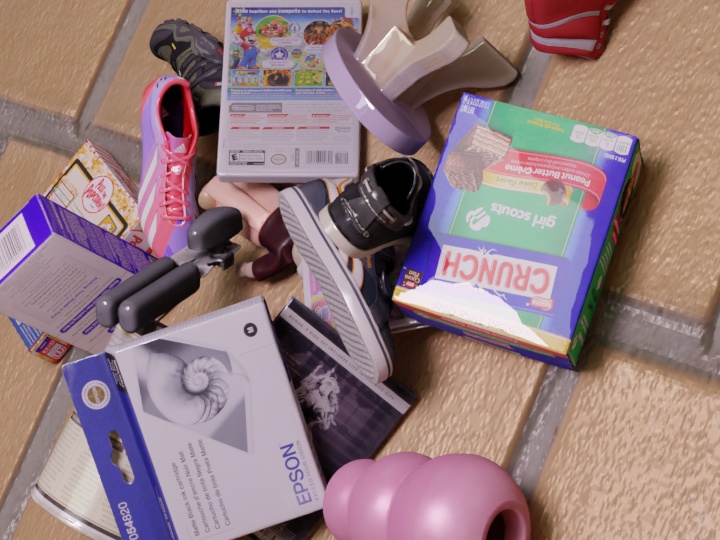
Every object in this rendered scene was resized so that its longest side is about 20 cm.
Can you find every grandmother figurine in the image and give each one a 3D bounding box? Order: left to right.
[{"bbox_3d":[-0.086,-0.043,1.504,0.199,0.060,0.122,34,100,41],"label":"grandmother figurine"}]

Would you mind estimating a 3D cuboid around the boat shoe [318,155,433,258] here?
[{"bbox_3d":[0.032,-0.066,1.312,0.072,0.200,0.068,46,115,4],"label":"boat shoe"}]

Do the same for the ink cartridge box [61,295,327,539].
[{"bbox_3d":[-0.148,0.148,1.343,0.197,0.041,0.202,-19,98,1],"label":"ink cartridge box"}]

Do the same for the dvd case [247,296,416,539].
[{"bbox_3d":[-0.066,0.148,1.375,0.148,0.016,0.201,38,95,-6],"label":"dvd case"}]

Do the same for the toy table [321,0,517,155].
[{"bbox_3d":[0.048,-0.204,1.415,0.117,0.183,0.201,-45,33,17],"label":"toy table"}]

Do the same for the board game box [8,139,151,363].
[{"bbox_3d":[-0.321,-0.022,1.659,0.200,0.046,0.152,-48,52,8],"label":"board game box"}]

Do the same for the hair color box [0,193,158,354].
[{"bbox_3d":[-0.291,0.011,1.527,0.109,0.199,0.065,-40,52,13],"label":"hair color box"}]

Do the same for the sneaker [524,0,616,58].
[{"bbox_3d":[0.234,-0.272,1.386,0.198,0.113,0.071,-27,50,-14],"label":"sneaker"}]

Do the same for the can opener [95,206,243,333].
[{"bbox_3d":[-0.182,-0.003,1.432,0.052,0.200,0.067,10,120,26],"label":"can opener"}]

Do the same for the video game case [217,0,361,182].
[{"bbox_3d":[-0.070,-0.185,1.524,0.141,0.018,0.203,0,68,2],"label":"video game case"}]

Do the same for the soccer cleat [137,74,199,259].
[{"bbox_3d":[-0.196,-0.103,1.557,0.076,0.066,0.203,173,94,-66],"label":"soccer cleat"}]

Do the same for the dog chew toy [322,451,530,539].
[{"bbox_3d":[0.047,0.210,1.273,0.198,0.124,0.126,7,74,44],"label":"dog chew toy"}]

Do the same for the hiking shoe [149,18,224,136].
[{"bbox_3d":[-0.174,-0.202,1.616,0.199,0.076,0.101,29,85,38],"label":"hiking shoe"}]

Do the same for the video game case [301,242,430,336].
[{"bbox_3d":[0.041,-0.014,1.395,0.197,0.018,0.145,-11,64,12],"label":"video game case"}]

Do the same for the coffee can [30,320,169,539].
[{"bbox_3d":[-0.209,0.158,1.445,0.145,0.146,0.202,24,85,38],"label":"coffee can"}]

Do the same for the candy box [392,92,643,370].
[{"bbox_3d":[0.139,-0.035,1.312,0.167,0.077,0.203,16,81,20],"label":"candy box"}]

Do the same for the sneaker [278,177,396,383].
[{"bbox_3d":[0.000,0.000,1.345,0.079,0.079,0.202,-21,70,-16],"label":"sneaker"}]
